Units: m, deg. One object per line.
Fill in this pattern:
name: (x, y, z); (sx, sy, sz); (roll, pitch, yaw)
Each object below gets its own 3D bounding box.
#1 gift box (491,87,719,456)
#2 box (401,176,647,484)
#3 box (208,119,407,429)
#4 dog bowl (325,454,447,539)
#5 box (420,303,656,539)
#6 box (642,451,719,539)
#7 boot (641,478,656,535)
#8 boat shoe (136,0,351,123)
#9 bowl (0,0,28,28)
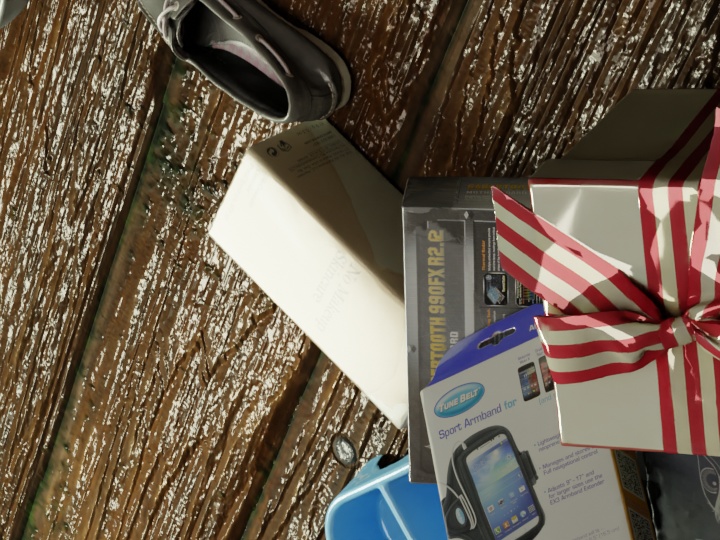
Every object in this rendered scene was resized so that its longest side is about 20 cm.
gift box: (0.190, -0.011, 1.332); (0.184, 0.187, 0.200); (-3, 112, 28)
box: (0.108, 0.041, 1.516); (0.158, 0.048, 0.200); (1, 116, 8)
box: (0.000, 0.000, 1.637); (0.200, 0.078, 0.095); (44, 134, 19)
dog bowl: (0.049, 0.177, 1.705); (0.200, 0.050, 0.112); (-30, 88, 48)
box: (0.105, 0.121, 1.441); (0.119, 0.041, 0.200); (-26, 54, 25)
box: (0.285, 0.161, 1.410); (0.200, 0.117, 0.197); (6, 114, 44)
boot: (0.161, 0.240, 1.505); (0.073, 0.163, 0.198); (0, 144, 10)
boat shoe: (-0.095, -0.161, 1.662); (0.200, 0.057, 0.067); (33, 131, 29)
bowl: (-0.295, -0.262, 1.784); (0.201, 0.090, 0.201); (23, 126, 35)
